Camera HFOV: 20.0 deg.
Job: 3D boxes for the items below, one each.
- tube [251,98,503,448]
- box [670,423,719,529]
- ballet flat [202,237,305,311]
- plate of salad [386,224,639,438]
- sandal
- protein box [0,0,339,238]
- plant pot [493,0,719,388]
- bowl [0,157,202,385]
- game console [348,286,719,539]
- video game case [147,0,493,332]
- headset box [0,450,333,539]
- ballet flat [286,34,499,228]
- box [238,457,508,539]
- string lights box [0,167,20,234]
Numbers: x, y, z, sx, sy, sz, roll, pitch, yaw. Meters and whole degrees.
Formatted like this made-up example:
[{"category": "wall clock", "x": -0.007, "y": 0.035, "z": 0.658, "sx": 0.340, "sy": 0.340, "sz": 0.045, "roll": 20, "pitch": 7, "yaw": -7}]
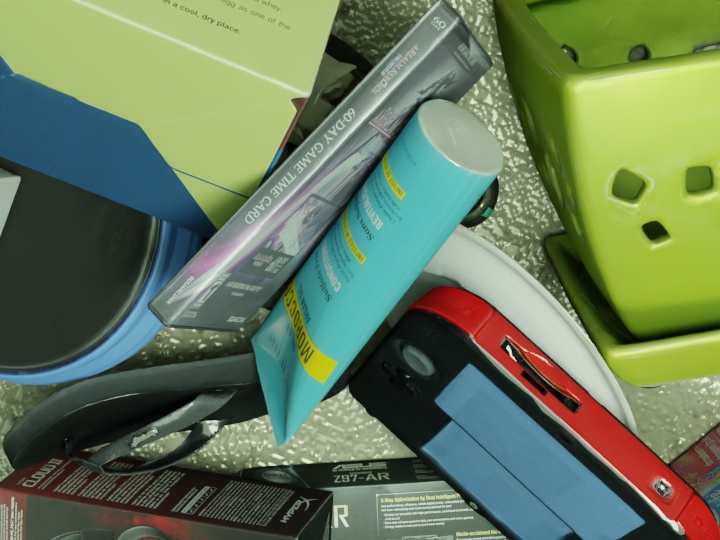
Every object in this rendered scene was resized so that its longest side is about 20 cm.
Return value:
[{"category": "tube", "x": 0.000, "y": 0.000, "z": 1.048, "sx": 0.050, "sy": 0.078, "sz": 0.200, "roll": 17, "pitch": 128, "yaw": -27}, {"category": "box", "x": 0.234, "y": 0.162, "z": 1.126, "sx": 0.095, "sy": 0.200, "sz": 0.100, "roll": -38, "pitch": 104, "yaw": 4}, {"category": "ballet flat", "x": -0.084, "y": -0.014, "z": 1.140, "sx": 0.198, "sy": 0.067, "sz": 0.057, "roll": 23, "pitch": 131, "yaw": -3}, {"category": "plate of salad", "x": 0.080, "y": 0.040, "z": 1.101, "sx": 0.048, "sy": 0.200, "sz": 0.201, "roll": -42, "pitch": 105, "yaw": -23}, {"category": "sandal", "x": -0.099, "y": 0.081, "z": 1.130, "sx": 0.198, "sy": 0.076, "sz": 0.043, "roll": -12, "pitch": 69, "yaw": -10}, {"category": "protein box", "x": -0.110, "y": -0.158, "z": 1.004, "sx": 0.197, "sy": 0.201, "sz": 0.135, "roll": 21, "pitch": 144, "yaw": -8}, {"category": "plant pot", "x": 0.188, "y": -0.056, "z": 1.077, "sx": 0.198, "sy": 0.199, "sz": 0.183, "roll": -10, "pitch": 111, "yaw": -3}, {"category": "bowl", "x": -0.181, "y": -0.037, "z": 1.091, "sx": 0.198, "sy": 0.039, "sz": 0.203, "roll": 2, "pitch": 97, "yaw": 19}, {"category": "game console", "x": 0.086, "y": 0.102, "z": 1.078, "sx": 0.200, "sy": 0.177, "sz": 0.031, "roll": 43, "pitch": 63, "yaw": 3}, {"category": "video game case", "x": -0.015, "y": -0.046, "z": 1.016, "sx": 0.200, "sy": 0.143, "sz": 0.019, "roll": -45, "pitch": 81, "yaw": 5}, {"category": "headset box", "x": -0.121, "y": 0.190, "z": 1.146, "sx": 0.198, "sy": 0.077, "sz": 0.151, "roll": 8, "pitch": 106, "yaw": 13}, {"category": "ballet flat", "x": -0.007, "y": -0.085, "z": 1.115, "sx": 0.199, "sy": 0.068, "sz": 0.068, "roll": 27, "pitch": 99, "yaw": -10}, {"category": "box", "x": 0.030, "y": 0.193, "z": 1.199, "sx": 0.198, "sy": 0.044, "sz": 0.162, "roll": -4, "pitch": 104, "yaw": -3}, {"category": "string lights box", "x": -0.289, "y": -0.042, "z": 1.074, "sx": 0.199, "sy": 0.059, "sz": 0.104, "roll": 25, "pitch": 102, "yaw": 14}]
